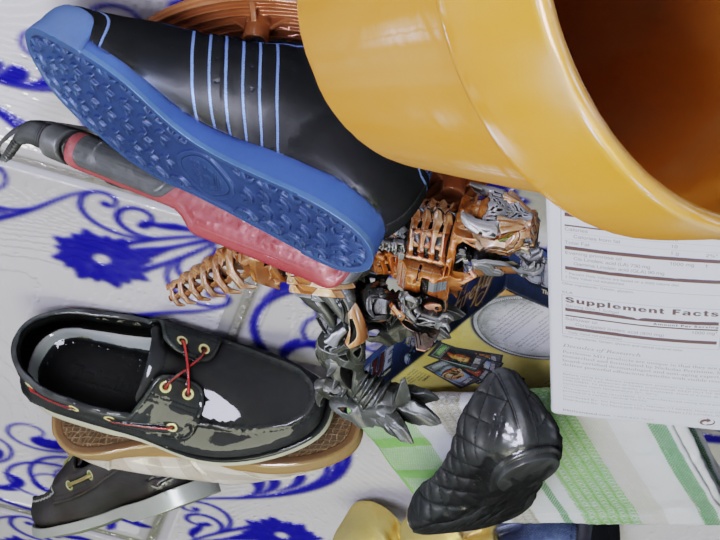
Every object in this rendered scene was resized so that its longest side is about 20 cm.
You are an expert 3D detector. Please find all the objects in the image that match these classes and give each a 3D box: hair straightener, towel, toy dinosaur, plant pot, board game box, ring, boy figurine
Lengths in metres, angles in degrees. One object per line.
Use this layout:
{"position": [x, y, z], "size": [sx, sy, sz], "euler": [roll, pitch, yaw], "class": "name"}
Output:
{"position": [-0.086, -0.036, 0.957], "size": [0.198, 0.041, 0.077], "euler": [16, -175, 13], "class": "hair straightener"}
{"position": [0.108, 0.105, 1.148], "size": [0.198, 0.031, 0.149], "euler": [-2, 145, 26], "class": "towel"}
{"position": [0.000, 0.000, 1.004], "size": [0.199, 0.102, 0.136], "euler": [12, 140, 36], "class": "toy dinosaur"}
{"position": [0.076, -0.109, 0.727], "size": [0.200, 0.202, 0.183], "euler": [32, 159, -32], "class": "plant pot"}
{"position": [0.093, 0.060, 1.133], "size": [0.135, 0.035, 0.200], "euler": [23, 147, -18], "class": "board game box"}
{"position": [-0.029, -0.069, 0.977], "size": [0.198, 0.019, 0.201], "euler": [8, 150, 5], "class": "ring"}
{"position": [0.076, 0.192, 1.331], "size": [0.198, 0.065, 0.125], "euler": [-4, 147, 25], "class": "boy figurine"}

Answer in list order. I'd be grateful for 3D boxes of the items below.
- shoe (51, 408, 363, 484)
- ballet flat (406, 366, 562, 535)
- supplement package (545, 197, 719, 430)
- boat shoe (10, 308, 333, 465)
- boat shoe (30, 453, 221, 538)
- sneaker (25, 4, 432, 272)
{"position": [-0.093, 0.098, 1.227], "size": [0.198, 0.071, 0.053], "euler": [1, 159, 11], "class": "shoe"}
{"position": [0.070, 0.111, 1.114], "size": [0.066, 0.057, 0.200], "euler": [-8, 159, -18], "class": "ballet flat"}
{"position": [0.145, -0.024, 0.899], "size": [0.108, 0.115, 0.201], "euler": [5, 148, 9], "class": "supplement package"}
{"position": [-0.116, 0.069, 1.180], "size": [0.199, 0.074, 0.063], "euler": [9, 158, 13], "class": "boat shoe"}
{"position": [-0.168, 0.142, 1.338], "size": [0.071, 0.061, 0.200], "euler": [-17, 178, -42], "class": "boat shoe"}
{"position": [-0.057, -0.077, 0.899], "size": [0.199, 0.078, 0.070], "euler": [31, 153, 11], "class": "sneaker"}
